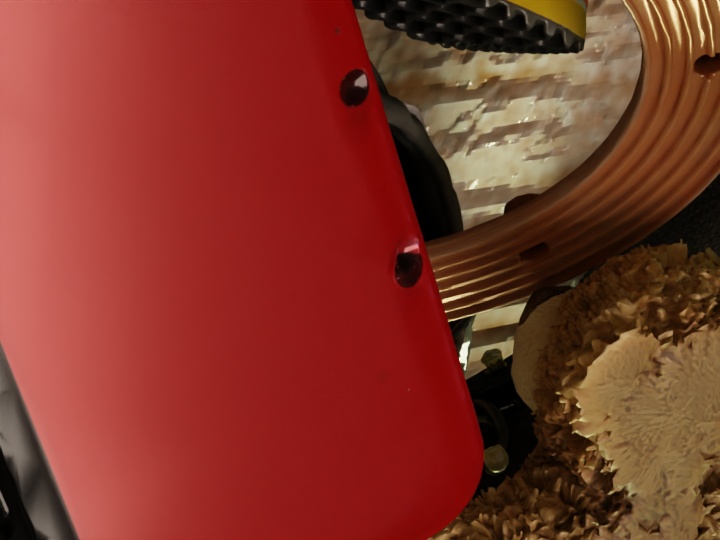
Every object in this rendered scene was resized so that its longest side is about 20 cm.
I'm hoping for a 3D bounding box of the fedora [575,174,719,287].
[{"bbox_3d":[0.128,0.028,0.945,0.200,0.092,0.201,-34,148,-25],"label":"fedora"}]

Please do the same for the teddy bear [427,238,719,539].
[{"bbox_3d":[0.062,0.079,0.783,0.145,0.067,0.201,-23,129,-17],"label":"teddy bear"}]

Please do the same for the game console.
[{"bbox_3d":[-0.089,0.003,0.649,0.119,0.172,0.201,-53,136,-44],"label":"game console"}]

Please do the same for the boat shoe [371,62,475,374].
[{"bbox_3d":[0.000,0.000,0.819,0.067,0.057,0.200,-37,144,-11],"label":"boat shoe"}]

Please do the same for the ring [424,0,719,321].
[{"bbox_3d":[0.004,-0.045,0.698,0.200,0.019,0.201,-7,147,-5],"label":"ring"}]

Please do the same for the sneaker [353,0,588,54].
[{"bbox_3d":[-0.005,-0.125,0.694,0.200,0.070,0.090,29,74,-45],"label":"sneaker"}]

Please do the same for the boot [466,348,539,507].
[{"bbox_3d":[-0.012,0.059,0.798,0.153,0.074,0.204,-32,139,-9],"label":"boot"}]
